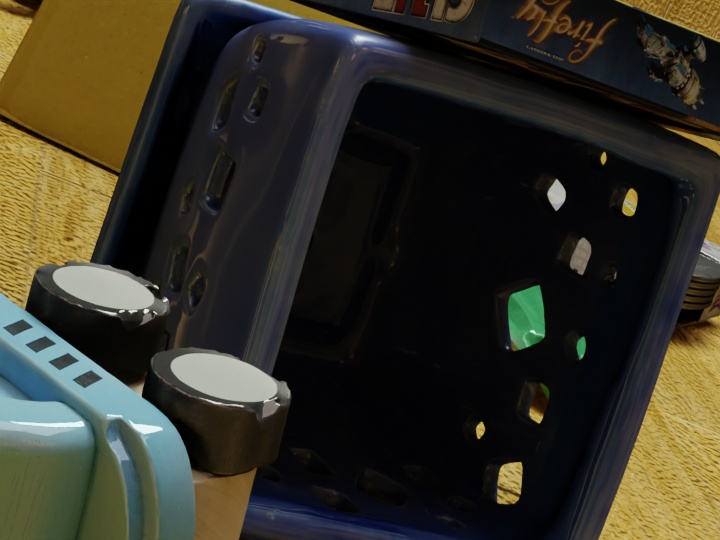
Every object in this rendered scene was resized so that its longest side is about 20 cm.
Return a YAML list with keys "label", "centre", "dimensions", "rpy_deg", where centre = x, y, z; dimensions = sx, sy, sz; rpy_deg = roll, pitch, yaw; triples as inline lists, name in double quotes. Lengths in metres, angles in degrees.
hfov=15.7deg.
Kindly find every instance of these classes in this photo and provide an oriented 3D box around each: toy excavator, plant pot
- label: "toy excavator"
  centre: [-0.152, 0.054, 0.837]
  dimensions: [0.200, 0.100, 0.194]
  rpy_deg: [-5, 28, -47]
- label: "plant pot"
  centre: [0.000, 0.000, 1.081]
  dimensions: [0.199, 0.201, 0.180]
  rpy_deg: [14, 9, -35]
- label: "plant pot"
  centre: [-0.068, -0.154, 1.533]
  dimensions: [0.195, 0.201, 0.194]
  rpy_deg: [26, 13, 6]

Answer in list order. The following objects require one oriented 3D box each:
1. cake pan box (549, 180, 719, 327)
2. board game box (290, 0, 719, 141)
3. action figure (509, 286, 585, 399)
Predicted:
- label: "cake pan box"
  centre: [0.139, -0.021, 1.706]
  dimensions: [0.200, 0.052, 0.184]
  rpy_deg: [29, 16, 21]
- label: "board game box"
  centre: [0.075, -0.093, 1.048]
  dimensions: [0.199, 0.035, 0.135]
  rpy_deg: [15, 3, -41]
- label: "action figure"
  centre: [0.084, 0.021, 1.432]
  dimensions: [0.118, 0.055, 0.200]
  rpy_deg: [18, 21, -29]
